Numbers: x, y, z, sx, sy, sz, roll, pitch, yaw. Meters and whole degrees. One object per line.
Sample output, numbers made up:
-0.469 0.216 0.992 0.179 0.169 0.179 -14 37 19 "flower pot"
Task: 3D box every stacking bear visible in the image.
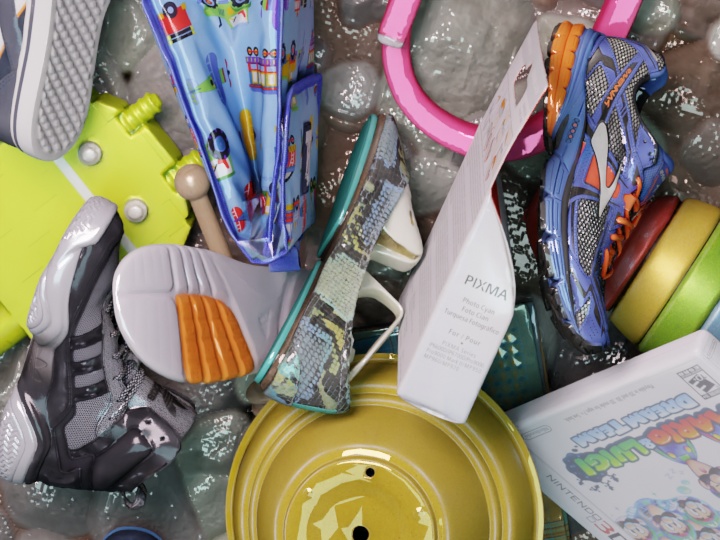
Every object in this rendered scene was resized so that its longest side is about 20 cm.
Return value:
0.190 0.006 1.398 0.200 0.114 0.122 34 146 4 "stacking bear"

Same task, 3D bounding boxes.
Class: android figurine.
-0.187 -0.032 1.442 0.200 0.041 0.182 -34 101 13 "android figurine"

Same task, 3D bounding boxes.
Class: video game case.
0.200 0.125 1.398 0.182 0.024 0.200 41 142 -17 "video game case"

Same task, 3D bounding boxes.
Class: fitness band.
0.094 -0.164 1.392 0.143 0.037 0.201 23 106 -3 "fitness band"

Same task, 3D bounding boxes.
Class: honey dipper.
-0.074 0.025 1.435 0.038 0.038 0.201 -18 113 8 "honey dipper"

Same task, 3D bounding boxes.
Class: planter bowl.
0.007 0.152 1.370 0.199 0.083 0.202 0 92 10 "planter bowl"

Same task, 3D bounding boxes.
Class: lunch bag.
-0.065 -0.096 1.351 0.094 0.151 0.201 -8 100 5 "lunch bag"

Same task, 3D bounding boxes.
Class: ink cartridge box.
0.079 -0.031 1.335 0.047 0.160 0.201 24 108 -6 "ink cartridge box"

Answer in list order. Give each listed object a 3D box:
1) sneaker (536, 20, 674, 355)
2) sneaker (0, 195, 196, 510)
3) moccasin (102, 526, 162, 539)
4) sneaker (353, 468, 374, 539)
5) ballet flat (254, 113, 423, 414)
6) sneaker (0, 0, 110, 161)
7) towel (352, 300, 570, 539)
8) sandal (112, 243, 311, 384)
0.142 -0.050 1.330 0.078 0.075 0.201 3 76 6 "sneaker"
-0.149 0.055 1.407 0.113 0.076 0.201 19 115 -1 "sneaker"
-0.151 0.270 1.506 0.080 0.068 0.201 3 105 2 "moccasin"
0.018 0.159 1.451 0.070 0.078 0.201 -27 87 12 "sneaker"
0.000 0.000 1.387 0.074 0.074 0.201 24 67 -4 "ballet flat"
-0.189 -0.172 1.357 0.079 0.078 0.201 23 101 29 "sneaker"
0.056 0.123 1.481 0.146 0.022 0.201 -9 106 6 "towel"
-0.088 0.031 1.379 0.059 0.206 0.080 -4 83 37 "sandal"
